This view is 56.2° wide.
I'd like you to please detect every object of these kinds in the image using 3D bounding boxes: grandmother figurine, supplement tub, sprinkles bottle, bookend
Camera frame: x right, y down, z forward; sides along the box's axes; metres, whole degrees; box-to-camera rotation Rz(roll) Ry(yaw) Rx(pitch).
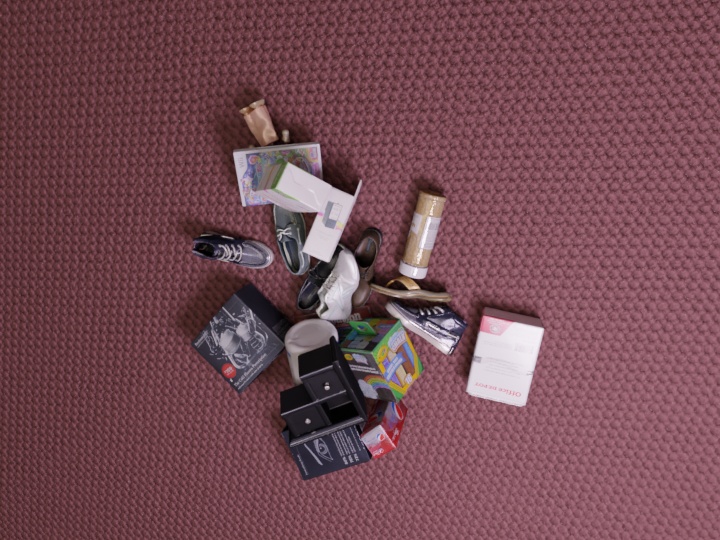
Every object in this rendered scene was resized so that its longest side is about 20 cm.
[{"bbox_3d":[-0.212,-0.303,1.607,0.121,0.060,0.201,-14,105,43],"label":"grandmother figurine"},{"bbox_3d":[-0.108,0.232,1.649,0.131,0.132,0.201,1,125,11],"label":"supplement tub"},{"bbox_3d":[0.145,-0.085,1.579,0.068,0.068,0.202,16,106,7],"label":"sprinkles bottle"},{"bbox_3d":[-0.110,0.281,1.546,0.197,0.092,0.201,-20,122,5],"label":"bookend"}]

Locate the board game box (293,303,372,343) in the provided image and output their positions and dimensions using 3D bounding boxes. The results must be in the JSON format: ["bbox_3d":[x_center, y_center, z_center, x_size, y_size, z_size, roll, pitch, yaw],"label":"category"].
[{"bbox_3d":[-0.064,0.149,1.707,0.198,0.019,0.104,-10,100,14],"label":"board game box"}]

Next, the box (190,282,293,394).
[{"bbox_3d":[-0.292,0.171,1.706,0.182,0.104,0.200,44,111,2],"label":"box"}]

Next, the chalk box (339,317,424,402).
[{"bbox_3d":[0.040,0.192,1.598,0.124,0.124,0.201,0,124,45],"label":"chalk box"}]

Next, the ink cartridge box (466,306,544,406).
[{"bbox_3d":[0.341,0.204,1.603,0.144,0.085,0.202,12,104,8],"label":"ink cartridge box"}]

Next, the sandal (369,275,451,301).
[{"bbox_3d":[0.121,0.041,1.616,0.198,0.080,0.055,6,88,7],"label":"sandal"}]

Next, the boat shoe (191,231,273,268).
[{"bbox_3d":[-0.322,-0.043,1.673,0.198,0.093,0.075,12,106,9],"label":"boat shoe"}]

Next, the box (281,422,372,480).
[{"bbox_3d":[-0.079,0.429,1.735,0.199,0.104,0.149,-20,99,16],"label":"box"}]

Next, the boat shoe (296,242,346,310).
[{"bbox_3d":[-0.095,0.021,1.659,0.074,0.062,0.201,36,107,3],"label":"boat shoe"}]

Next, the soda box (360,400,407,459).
[{"bbox_3d":[0.060,0.371,1.641,0.063,0.200,0.070,-34,95,18],"label":"soda box"}]

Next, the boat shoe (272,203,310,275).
[{"bbox_3d":[-0.172,-0.084,1.647,0.072,0.062,0.202,-12,101,16],"label":"boat shoe"}]

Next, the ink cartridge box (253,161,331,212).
[{"bbox_3d":[-0.160,-0.185,1.524,0.117,0.200,0.068,26,83,-24],"label":"ink cartridge box"}]

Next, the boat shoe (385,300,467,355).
[{"bbox_3d":[0.163,0.110,1.622,0.199,0.075,0.093,35,100,-5],"label":"boat shoe"}]

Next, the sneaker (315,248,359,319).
[{"bbox_3d":[-0.055,0.041,1.599,0.080,0.071,0.202,-7,127,-28],"label":"sneaker"}]

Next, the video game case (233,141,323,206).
[{"bbox_3d":[-0.189,-0.225,1.583,0.198,0.018,0.144,-6,127,-3],"label":"video game case"}]

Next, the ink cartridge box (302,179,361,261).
[{"bbox_3d":[-0.064,-0.125,1.563,0.067,0.117,0.201,23,91,-1],"label":"ink cartridge box"}]

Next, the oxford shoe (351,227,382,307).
[{"bbox_3d":[0.000,0.000,1.623,0.072,0.084,0.202,12,108,6],"label":"oxford shoe"}]
